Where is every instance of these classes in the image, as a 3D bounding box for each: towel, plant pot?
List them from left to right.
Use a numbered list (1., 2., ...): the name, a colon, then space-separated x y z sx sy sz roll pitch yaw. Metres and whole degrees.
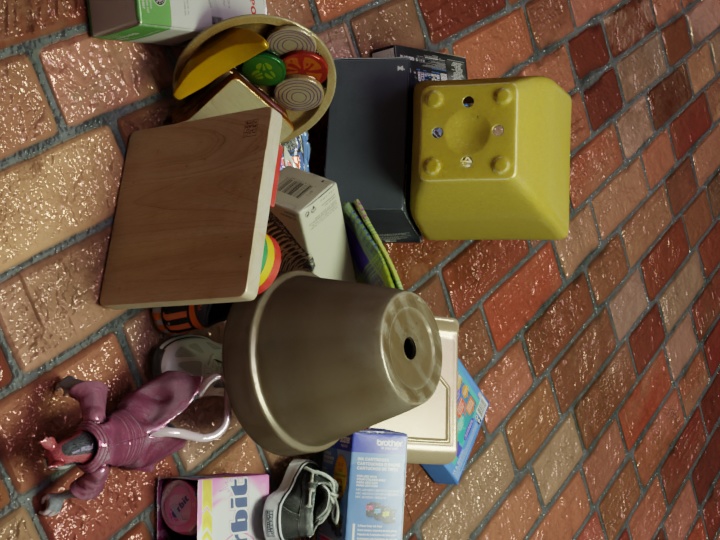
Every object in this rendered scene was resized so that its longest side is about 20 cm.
1. plant pot: -0.016 0.091 1.150 0.200 0.173 0.200 16 70 -53
2. towel: 0.000 0.000 1.353 0.023 0.200 0.144 -26 84 -16
3. plant pot: 0.152 -0.148 1.354 0.200 0.195 0.194 24 68 -73

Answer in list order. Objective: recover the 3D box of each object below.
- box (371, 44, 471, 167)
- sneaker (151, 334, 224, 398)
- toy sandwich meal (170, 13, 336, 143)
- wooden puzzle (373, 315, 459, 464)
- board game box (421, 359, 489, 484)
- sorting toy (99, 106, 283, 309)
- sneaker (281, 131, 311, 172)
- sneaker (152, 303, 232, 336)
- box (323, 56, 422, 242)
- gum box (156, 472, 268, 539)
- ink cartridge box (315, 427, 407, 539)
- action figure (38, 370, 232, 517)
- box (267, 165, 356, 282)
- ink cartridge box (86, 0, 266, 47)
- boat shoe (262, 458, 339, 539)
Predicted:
1. box: 0.101 -0.228 1.644 0.200 0.050 0.199 -6 91 -53
2. sneaker: -0.131 0.111 1.236 0.200 0.115 0.076 14 74 -51
3. toy sandwich meal: -0.122 -0.194 1.231 0.205 0.205 0.070 42 25 -41
4. wooden puzzle: 0.044 0.157 1.475 0.185 0.037 0.200 6 81 -20
5. board game box: 0.106 0.191 1.596 0.200 0.045 0.152 55 46 -33
6. sorting toy: -0.163 -0.054 1.149 0.070 0.200 0.199 28 63 -52
7. sneaker: -0.101 -0.124 1.346 0.078 0.075 0.200 -42 116 -44
8. sneaker: -0.142 -0.002 1.240 0.078 0.112 0.200 56 44 -32
9. box: 0.023 -0.152 1.431 0.182 0.104 0.200 52 40 -74
10. gum box: -0.162 0.327 1.206 0.113 0.066 0.200 9 77 -53
11. ink cartridge box: 0.001 0.263 1.353 0.076 0.136 0.200 8 82 -16
12. action figure: -0.234 0.172 1.079 0.200 0.149 0.134 -11 100 -67
13. box: -0.062 -0.021 1.318 0.068 0.082 0.200 -43 138 -32
14. ink cartridge box: -0.205 -0.329 1.225 0.200 0.084 0.146 -7 91 -53
15. boat shoe: -0.059 0.268 1.293 0.199 0.068 0.074 -2 88 -81
